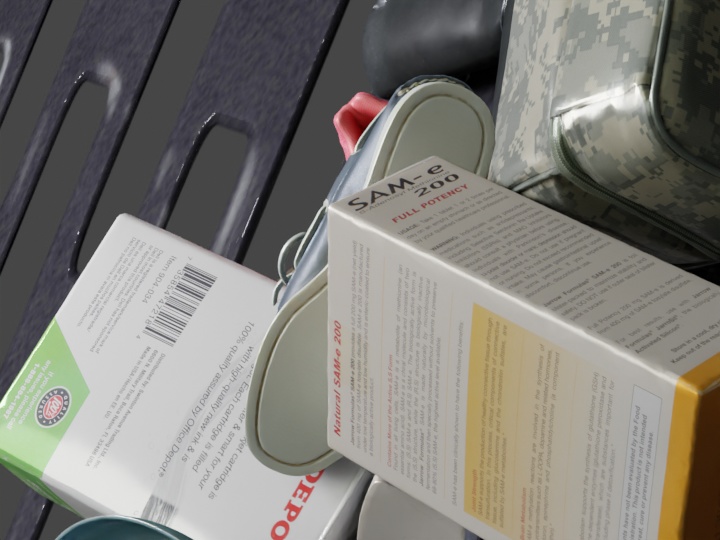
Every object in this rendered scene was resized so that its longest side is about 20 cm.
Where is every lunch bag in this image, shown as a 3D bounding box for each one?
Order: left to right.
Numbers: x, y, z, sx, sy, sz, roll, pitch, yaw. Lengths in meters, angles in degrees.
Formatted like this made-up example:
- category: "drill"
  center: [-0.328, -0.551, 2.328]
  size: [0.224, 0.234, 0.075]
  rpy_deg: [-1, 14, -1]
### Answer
- category: "lunch bag"
  center: [0.132, -0.101, 0.944]
  size: [0.167, 0.139, 0.202]
  rpy_deg: [-18, 55, 51]

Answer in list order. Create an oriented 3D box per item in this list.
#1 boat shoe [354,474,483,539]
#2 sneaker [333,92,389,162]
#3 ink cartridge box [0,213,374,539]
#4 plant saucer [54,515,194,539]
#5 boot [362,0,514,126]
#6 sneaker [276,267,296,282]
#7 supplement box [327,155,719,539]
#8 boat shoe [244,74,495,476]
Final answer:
- category: "boat shoe"
  center: [0.027, 0.159, 1.025]
  size: [0.093, 0.074, 0.201]
  rpy_deg: [-42, -25, -57]
- category: "sneaker"
  center: [0.041, -0.024, 1.059]
  size: [0.074, 0.087, 0.200]
  rpy_deg: [-42, 41, -3]
- category: "ink cartridge box"
  center: [-0.070, 0.080, 1.082]
  size: [0.199, 0.084, 0.146]
  rpy_deg: [24, 74, 27]
- category: "plant saucer"
  center: [-0.077, 0.201, 0.944]
  size: [0.199, 0.027, 0.202]
  rpy_deg: [18, 117, 41]
- category: "boot"
  center: [0.061, -0.116, 1.135]
  size: [0.199, 0.065, 0.166]
  rpy_deg: [1, 63, 54]
- category: "sneaker"
  center: [-0.030, 0.034, 1.201]
  size: [0.199, 0.070, 0.076]
  rpy_deg: [-23, 35, 44]
- category: "supplement box"
  center: [0.078, 0.049, 0.884]
  size: [0.199, 0.073, 0.127]
  rpy_deg: [28, 130, 36]
- category: "boat shoe"
  center: [0.000, 0.000, 1.003]
  size: [0.062, 0.074, 0.202]
  rpy_deg: [-127, 58, -77]
